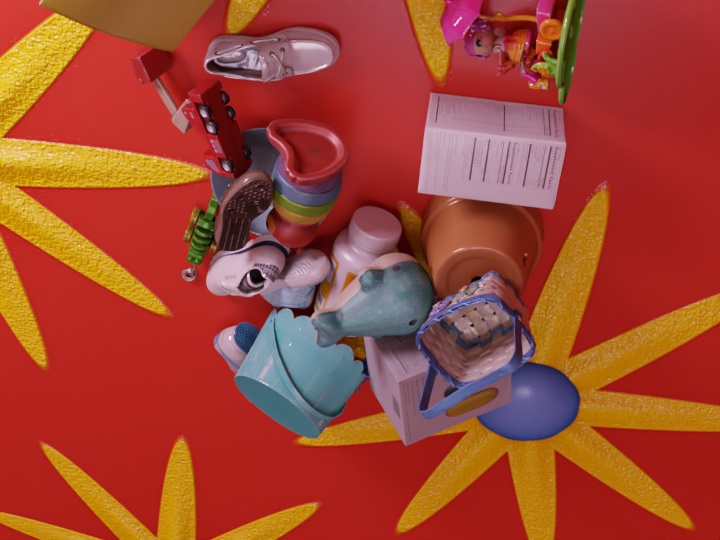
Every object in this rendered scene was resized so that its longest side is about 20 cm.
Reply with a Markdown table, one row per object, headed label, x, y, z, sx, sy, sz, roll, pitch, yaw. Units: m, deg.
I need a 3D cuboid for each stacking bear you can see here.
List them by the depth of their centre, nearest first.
| label | x | y | z | sx | sy | sz | roll | pitch | yaw |
| --- | --- | --- | --- | --- | --- | --- | --- | --- | --- |
| stacking bear | -0.090 | -0.114 | 1.435 | 0.112 | 0.122 | 0.201 | -12 | 145 | -26 |

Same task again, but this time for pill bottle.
| label | x | y | z | sx | sy | sz | roll | pitch | yaw |
| --- | --- | --- | --- | --- | --- | --- | --- | --- | --- |
| pill bottle | 0.000 | 0.000 | 1.548 | 0.110 | 0.112 | 0.202 | 17 | 128 | -4 |

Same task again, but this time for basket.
| label | x | y | z | sx | sy | sz | roll | pitch | yaw |
| --- | --- | --- | --- | --- | --- | --- | --- | --- | --- |
| basket | 0.160 | 0.110 | 1.368 | 0.175 | 0.201 | 0.139 | -33 | 116 | 28 |

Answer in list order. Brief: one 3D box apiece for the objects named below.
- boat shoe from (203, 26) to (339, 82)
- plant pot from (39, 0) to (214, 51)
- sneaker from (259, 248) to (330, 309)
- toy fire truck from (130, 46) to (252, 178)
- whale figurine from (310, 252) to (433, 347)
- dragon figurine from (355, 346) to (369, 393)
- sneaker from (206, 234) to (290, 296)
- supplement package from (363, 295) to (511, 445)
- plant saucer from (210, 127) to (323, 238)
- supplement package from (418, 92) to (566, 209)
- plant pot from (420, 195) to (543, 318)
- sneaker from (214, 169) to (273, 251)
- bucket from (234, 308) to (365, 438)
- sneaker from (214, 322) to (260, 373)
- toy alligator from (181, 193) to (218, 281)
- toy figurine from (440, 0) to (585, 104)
| label | x | y | z | sx | sy | sz | roll | pitch | yaw |
| --- | --- | --- | --- | --- | --- | --- | --- | --- | --- |
| boat shoe | -0.129 | -0.300 | 1.371 | 0.197 | 0.070 | 0.072 | -3 | 126 | 11 |
| plant pot | -0.274 | -0.411 | 1.245 | 0.175 | 0.202 | 0.200 | 32 | 126 | -28 |
| sneaker | -0.096 | 0.021 | 1.581 | 0.082 | 0.074 | 0.199 | 45 | 152 | -20 |
| toy fire truck | -0.248 | -0.234 | 1.415 | 0.140 | 0.049 | 0.202 | 14 | 137 | 40 |
| whale figurine | 0.024 | 0.062 | 1.451 | 0.198 | 0.104 | 0.160 | -27 | 143 | -16 |
| dragon figurine | 0.035 | 0.149 | 1.687 | 0.098 | 0.059 | 0.202 | 14 | 129 | -2 |
| sneaker | -0.200 | 0.009 | 1.592 | 0.076 | 0.081 | 0.199 | 31 | 143 | -29 |
| supplement package | 0.126 | 0.152 | 1.564 | 0.198 | 0.151 | 0.153 | -19 | 130 | -14 |
| plant saucer | -0.137 | -0.144 | 1.510 | 0.198 | 0.039 | 0.203 | 4 | 127 | 6 |
| supplement package | 0.189 | -0.174 | 1.384 | 0.197 | 0.114 | 0.111 | 8 | 127 | 4 |
| plant pot | 0.186 | -0.023 | 1.482 | 0.197 | 0.141 | 0.202 | 5 | 127 | 7 |
| sneaker | -0.186 | -0.107 | 1.442 | 0.069 | 0.077 | 0.200 | 1 | 151 | -25 |
| bucket | -0.106 | 0.179 | 1.625 | 0.205 | 0.136 | 0.208 | 28 | 156 | 14 |
| sneaker | -0.182 | 0.173 | 1.742 | 0.080 | 0.077 | 0.201 | -16 | 124 | 41 |
| toy alligator | -0.270 | -0.040 | 1.600 | 0.059 | 0.055 | 0.201 | 22 | 127 | -7 |
| toy figurine | 0.198 | -0.321 | 1.289 | 0.182 | 0.152 | 0.201 | 14 | 154 | 16 |
